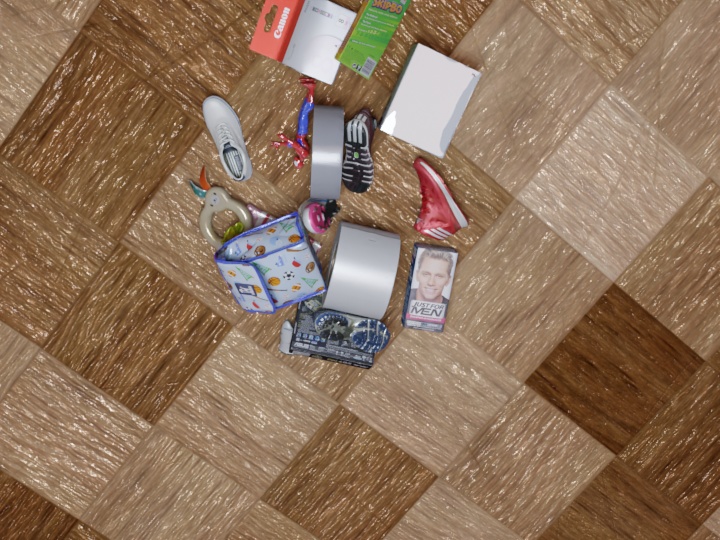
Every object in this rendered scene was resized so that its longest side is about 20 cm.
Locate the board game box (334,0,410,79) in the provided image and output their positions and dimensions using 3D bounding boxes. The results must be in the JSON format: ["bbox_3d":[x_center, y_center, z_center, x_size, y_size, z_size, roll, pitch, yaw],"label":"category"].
[{"bbox_3d":[0.029,-0.527,1.633,0.095,0.030,0.201,21,105,-40],"label":"board game box"}]

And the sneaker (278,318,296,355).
[{"bbox_3d":[-0.099,0.157,1.808,0.199,0.075,0.088,-1,99,-4],"label":"sneaker"}]

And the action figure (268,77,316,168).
[{"bbox_3d":[-0.154,-0.323,1.670,0.098,0.065,0.201,1,117,-7],"label":"action figure"}]

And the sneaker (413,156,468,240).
[{"bbox_3d":[0.154,-0.154,1.736,0.115,0.078,0.200,-35,102,5],"label":"sneaker"}]

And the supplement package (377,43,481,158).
[{"bbox_3d":[0.148,-0.375,1.660,0.155,0.111,0.201,23,102,-9],"label":"supplement package"}]

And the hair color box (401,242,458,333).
[{"bbox_3d":[0.163,0.042,1.796,0.099,0.061,0.201,7,104,-5],"label":"hair color box"}]

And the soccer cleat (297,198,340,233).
[{"bbox_3d":[-0.106,-0.121,1.671,0.086,0.200,0.070,-11,104,16],"label":"soccer cleat"}]

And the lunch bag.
[{"bbox_3d":[-0.193,-0.003,1.614,0.199,0.124,0.170,-19,132,2],"label":"lunch bag"}]

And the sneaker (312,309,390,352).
[{"bbox_3d":[-0.022,0.127,1.714,0.199,0.085,0.077,21,96,-29],"label":"sneaker"}]

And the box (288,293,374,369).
[{"bbox_3d":[-0.057,0.134,1.771,0.199,0.049,0.162,12,70,-8],"label":"box"}]

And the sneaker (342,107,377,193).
[{"bbox_3d":[0.009,-0.278,1.700,0.075,0.116,0.201,16,139,11],"label":"sneaker"}]

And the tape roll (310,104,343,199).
[{"bbox_3d":[-0.073,-0.256,1.633,0.066,0.200,0.201,3,105,-4],"label":"tape roll"}]

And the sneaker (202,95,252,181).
[{"bbox_3d":[-0.294,-0.294,1.678,0.073,0.071,0.201,-24,105,3],"label":"sneaker"}]

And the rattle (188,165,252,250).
[{"bbox_3d":[-0.334,-0.124,1.676,0.130,0.143,0.201,-14,108,31],"label":"rattle"}]

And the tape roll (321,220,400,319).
[{"bbox_3d":[0.000,0.000,1.704,0.138,0.203,0.204,13,104,-6],"label":"tape roll"}]

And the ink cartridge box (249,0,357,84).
[{"bbox_3d":[-0.124,-0.519,1.641,0.199,0.057,0.163,20,103,-13],"label":"ink cartridge box"}]

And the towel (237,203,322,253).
[{"bbox_3d":[-0.209,-0.049,1.773,0.199,0.023,0.144,29,101,-10],"label":"towel"}]
